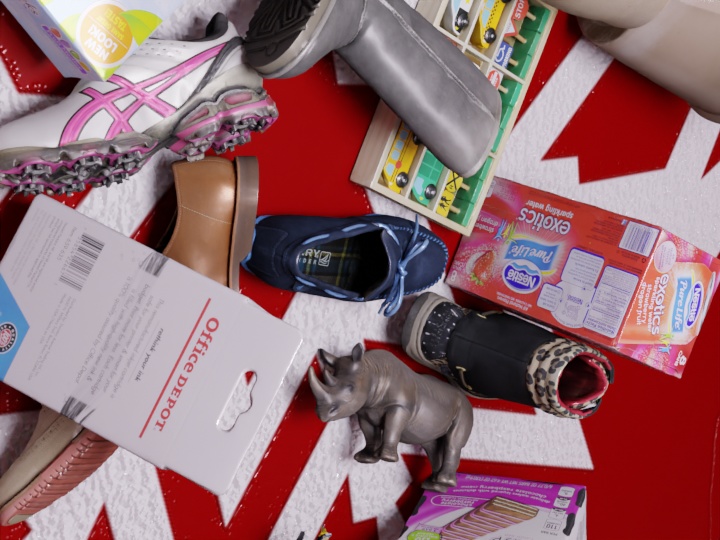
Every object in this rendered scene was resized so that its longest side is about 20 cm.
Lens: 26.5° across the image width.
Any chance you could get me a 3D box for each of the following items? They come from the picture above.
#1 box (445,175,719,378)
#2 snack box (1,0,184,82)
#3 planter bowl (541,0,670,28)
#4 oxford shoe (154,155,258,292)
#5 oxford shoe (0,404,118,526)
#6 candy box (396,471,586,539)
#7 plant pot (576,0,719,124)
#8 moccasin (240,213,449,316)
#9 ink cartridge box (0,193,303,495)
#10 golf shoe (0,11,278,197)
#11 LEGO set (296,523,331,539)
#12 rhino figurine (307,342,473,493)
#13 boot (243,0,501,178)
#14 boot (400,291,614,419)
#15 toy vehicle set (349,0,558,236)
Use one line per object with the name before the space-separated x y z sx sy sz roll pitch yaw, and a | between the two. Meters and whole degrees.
box | 0.176 0.002 1.221 0.095 0.199 0.101 23 89 -41
snack box | -0.151 -0.243 0.922 0.200 0.067 0.169 -49 121 -17
planter bowl | 0.152 -0.287 1.124 0.133 0.200 0.203 3 104 -17
oxford shoe | -0.117 0.015 1.071 0.070 0.071 0.202 3 106 -12
oxford shoe | -0.186 0.083 1.029 0.200 0.074 0.071 -49 170 -3
candy box | 0.097 0.239 1.222 0.200 0.135 0.062 -51 141 -59
plant pot | 0.278 -0.228 1.263 0.172 0.200 0.202 8 99 -25
moccasin | 0.000 0.000 1.152 0.199 0.068 0.081 -4 107 -43
ink cartridge box | -0.137 0.049 0.957 0.117 0.198 0.067 -62 166 -5
golf shoe | -0.156 -0.107 0.989 0.198 0.073 0.093 -19 82 -28
LEGO set | -0.106 0.274 1.151 0.198 0.116 0.155 -15 144 -34
rhino figurine | 0.022 0.110 1.215 0.199 0.059 0.088 30 65 -43
boot | 0.016 -0.136 1.070 0.201 0.072 0.183 53 42 -31
boot | 0.141 0.083 1.242 0.203 0.153 0.074 26 85 -53
toy vehicle set | 0.076 -0.141 1.201 0.124 0.026 0.202 22 90 -44
